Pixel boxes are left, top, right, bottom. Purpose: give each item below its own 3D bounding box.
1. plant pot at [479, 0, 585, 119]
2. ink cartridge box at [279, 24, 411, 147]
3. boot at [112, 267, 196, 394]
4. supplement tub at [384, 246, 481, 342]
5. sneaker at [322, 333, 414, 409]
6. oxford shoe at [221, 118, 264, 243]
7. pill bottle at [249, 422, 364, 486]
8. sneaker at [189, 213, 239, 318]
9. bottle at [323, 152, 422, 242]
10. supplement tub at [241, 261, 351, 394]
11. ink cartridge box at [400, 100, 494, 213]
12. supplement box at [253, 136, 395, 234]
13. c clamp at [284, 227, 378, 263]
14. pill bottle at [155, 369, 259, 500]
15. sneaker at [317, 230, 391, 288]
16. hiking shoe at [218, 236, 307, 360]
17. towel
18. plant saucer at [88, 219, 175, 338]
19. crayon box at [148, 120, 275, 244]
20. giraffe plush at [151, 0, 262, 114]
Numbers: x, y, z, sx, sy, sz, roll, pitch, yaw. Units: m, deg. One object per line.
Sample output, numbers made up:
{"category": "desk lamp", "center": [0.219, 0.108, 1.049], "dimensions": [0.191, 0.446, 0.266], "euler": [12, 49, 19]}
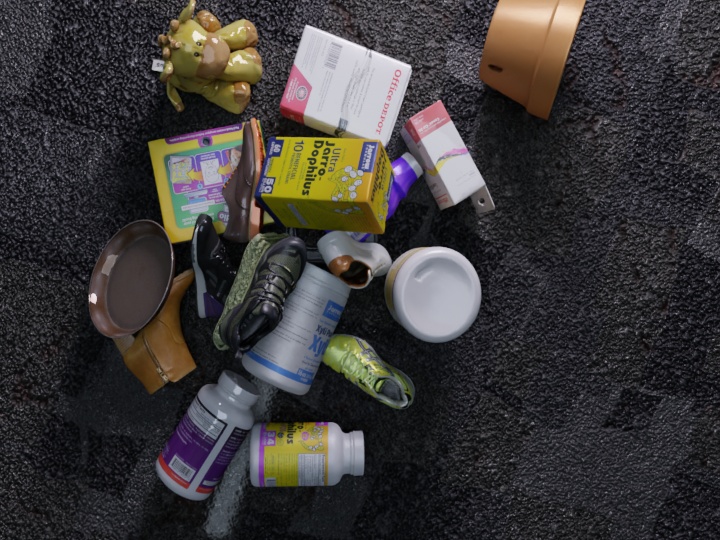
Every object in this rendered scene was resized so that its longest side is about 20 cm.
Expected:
{"category": "plant pot", "center": [0.287, -0.377, 1.112], "dimensions": [0.136, 0.200, 0.206], "euler": [18, 90, 12]}
{"category": "ink cartridge box", "center": [-0.025, -0.310, 1.133], "dimensions": [0.194, 0.084, 0.149], "euler": [19, 90, -3]}
{"category": "boot", "center": [-0.326, 0.107, 1.134], "dimensions": [0.200, 0.071, 0.145], "euler": [-39, 96, 4]}
{"category": "supplement tub", "center": [0.114, 0.036, 1.094], "dimensions": [0.140, 0.200, 0.151], "euler": [0, 92, -4]}
{"category": "sneaker", "center": [0.014, 0.175, 1.152], "dimensions": [0.196, 0.076, 0.077], "euler": [29, 91, -2]}
{"category": "oxford shoe", "center": [-0.195, -0.148, 1.077], "dimensions": [0.070, 0.071, 0.207], "euler": [3, 92, -2]}
{"category": "pill bottle", "center": [-0.092, 0.319, 1.134], "dimensions": [0.193, 0.104, 0.108], "euler": [0, 91, -4]}
{"category": "sneaker", "center": [-0.234, -0.007, 1.099], "dimensions": [0.084, 0.077, 0.204], "euler": [4, 129, -1]}
{"category": "bottle", "center": [0.021, -0.121, 1.128], "dimensions": [0.199, 0.065, 0.084], "euler": [-42, 95, -1]}
{"category": "supplement tub", "center": [-0.108, 0.092, 1.110], "dimensions": [0.129, 0.132, 0.205], "euler": [25, 87, -4]}
{"category": "ink cartridge box", "center": [0.149, -0.177, 1.133], "dimensions": [0.066, 0.116, 0.204], "euler": [-29, 93, -4]}
{"category": "supplement box", "center": [-0.055, -0.138, 1.055], "dimensions": [0.194, 0.110, 0.112], "euler": [5, 70, 19]}
{"category": "c clamp", "center": [-0.042, -0.098, 1.170], "dimensions": [0.193, 0.027, 0.177], "euler": [-6, 97, -5]}
{"category": "pill bottle", "center": [-0.256, 0.278, 1.118], "dimensions": [0.111, 0.112, 0.203], "euler": [33, 89, -4]}
{"category": "sneaker", "center": [0.000, 0.000, 1.093], "dimensions": [0.072, 0.198, 0.086], "euler": [-35, 65, 22]}
{"category": "hiking shoe", "center": [-0.135, 0.045, 0.998], "dimensions": [0.075, 0.100, 0.203], "euler": [34, 88, -31]}
{"category": "towel", "center": [-0.177, 0.032, 1.100], "dimensions": [0.036, 0.148, 0.205], "euler": [22, 97, 16]}
{"category": "plant saucer", "center": [-0.380, 0.016, 1.098], "dimensions": [0.195, 0.032, 0.207], "euler": [-11, 69, 28]}
{"category": "crayon box", "center": [-0.252, -0.151, 1.135], "dimensions": [0.193, 0.058, 0.178], "euler": [-11, 94, -4]}
{"category": "giraffe plush", "center": [-0.265, -0.358, 1.076], "dimensions": [0.193, 0.162, 0.179], "euler": [-8, 92, -4]}
